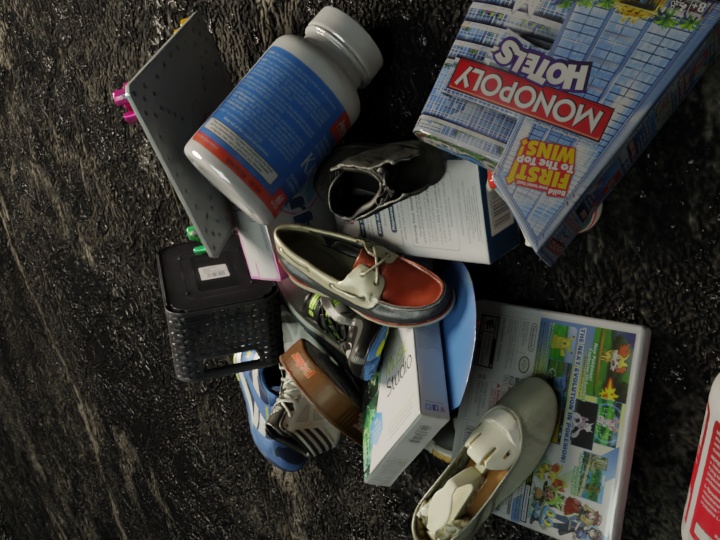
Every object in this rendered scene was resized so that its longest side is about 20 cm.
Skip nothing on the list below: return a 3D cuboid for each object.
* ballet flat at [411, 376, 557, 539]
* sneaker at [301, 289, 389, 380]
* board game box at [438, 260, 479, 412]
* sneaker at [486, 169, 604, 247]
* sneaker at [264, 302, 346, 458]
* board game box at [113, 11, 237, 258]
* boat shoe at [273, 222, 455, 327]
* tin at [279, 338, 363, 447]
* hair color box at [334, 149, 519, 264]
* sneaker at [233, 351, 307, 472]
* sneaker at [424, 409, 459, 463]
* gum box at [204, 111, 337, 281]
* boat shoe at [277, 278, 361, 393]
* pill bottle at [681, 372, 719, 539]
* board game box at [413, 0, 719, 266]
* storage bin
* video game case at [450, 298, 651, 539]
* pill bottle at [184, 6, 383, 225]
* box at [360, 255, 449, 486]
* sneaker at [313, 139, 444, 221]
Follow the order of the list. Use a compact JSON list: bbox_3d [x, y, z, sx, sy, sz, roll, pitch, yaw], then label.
[{"bbox_3d":[0.113,0.187,0.712,0.067,0.063,0.202,44,112,39],"label":"ballet flat"},{"bbox_3d":[-0.023,0.055,0.839,0.200,0.081,0.072,-121,48,-60],"label":"sneaker"},{"bbox_3d":[0.088,0.087,0.791,0.200,0.038,0.161,128,150,-54],"label":"board game box"},{"bbox_3d":[0.137,-0.114,0.640,0.070,0.093,0.203,-15,99,47],"label":"sneaker"},{"bbox_3d":[-0.082,0.145,0.982,0.075,0.114,0.204,-20,96,48],"label":"sneaker"},{"bbox_3d":[-0.178,-0.150,0.838,0.025,0.202,0.203,-8,126,19],"label":"board game box"},{"bbox_3d":[0.000,0.000,0.766,0.197,0.072,0.063,18,151,26],"label":"boat shoe"},{"bbox_3d":[-0.025,0.148,0.899,0.112,0.042,0.200,43,176,39],"label":"tin"},{"bbox_3d":[0.058,-0.071,0.768,0.197,0.060,0.102,8,115,43],"label":"hair color box"},{"bbox_3d":[-0.114,0.192,1.073,0.081,0.073,0.204,-9,104,45],"label":"sneaker"},{"bbox_3d":[0.142,0.168,0.811,0.197,0.075,0.090,16,107,35],"label":"sneaker"},{"bbox_3d":[-0.090,-0.104,0.859,0.065,0.112,0.204,3,113,50],"label":"gum box"},{"bbox_3d":[-0.037,0.078,0.936,0.199,0.072,0.062,41,134,15],"label":"boat shoe"},{"bbox_3d":[0.315,0.141,0.575,0.111,0.111,0.204,21,124,37],"label":"pill bottle"},{"bbox_3d":[0.136,-0.120,0.575,0.198,0.061,0.203,26,92,28],"label":"board game box"},{"bbox_3d":[-0.179,0.039,0.961,0.200,0.132,0.096,-127,31,-60],"label":"storage bin"},{"bbox_3d":[0.172,0.140,0.725,0.180,0.022,0.205,8,88,43],"label":"video game case"},{"bbox_3d":[-0.069,-0.154,0.745,0.112,0.201,0.112,39,173,5],"label":"pill bottle"},{"bbox_3d":[0.040,0.101,0.804,0.145,0.036,0.203,120,157,-44],"label":"box"},{"bbox_3d":[-0.002,-0.082,0.700,0.197,0.103,0.061,-3,108,46],"label":"sneaker"}]
